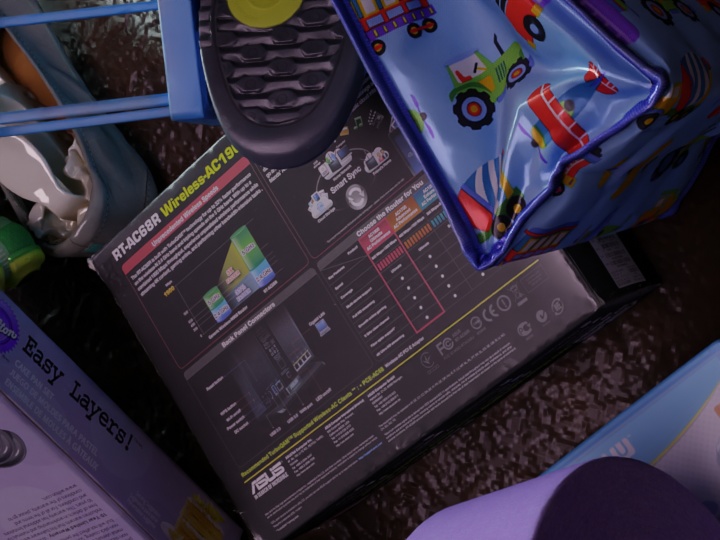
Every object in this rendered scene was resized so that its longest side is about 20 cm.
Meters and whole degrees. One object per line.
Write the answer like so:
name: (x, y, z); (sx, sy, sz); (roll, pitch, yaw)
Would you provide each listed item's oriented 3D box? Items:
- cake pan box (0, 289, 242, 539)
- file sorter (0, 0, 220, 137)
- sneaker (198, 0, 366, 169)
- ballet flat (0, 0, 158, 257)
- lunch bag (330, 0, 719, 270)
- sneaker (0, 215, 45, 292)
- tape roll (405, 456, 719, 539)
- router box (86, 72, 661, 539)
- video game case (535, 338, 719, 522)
cake pan box: (-0.184, 0.105, 0.871); (0.200, 0.052, 0.184); (-25, 119, 34)
file sorter: (-0.124, -0.153, 0.766); (0.122, 0.139, 0.201); (-6, 93, 2)
sneaker: (-0.025, -0.115, 0.740); (0.066, 0.079, 0.201); (-9, 59, 5)
ballet flat: (-0.166, -0.087, 0.876); (0.200, 0.064, 0.067); (51, 120, 16)
lunch bag: (0.045, -0.111, 0.686); (0.094, 0.150, 0.200); (-46, 73, 29)
sneaker: (-0.220, -0.030, 0.884); (0.200, 0.074, 0.084); (21, 130, 44)
tape roll: (0.086, 0.168, 0.654); (0.066, 0.200, 0.201); (-23, 85, 32)
router box: (0.000, 0.000, 0.785); (0.200, 0.062, 0.150); (-38, 78, 31)
video game case: (0.148, 0.145, 0.740); (0.143, 0.018, 0.200); (-42, 75, 31)
